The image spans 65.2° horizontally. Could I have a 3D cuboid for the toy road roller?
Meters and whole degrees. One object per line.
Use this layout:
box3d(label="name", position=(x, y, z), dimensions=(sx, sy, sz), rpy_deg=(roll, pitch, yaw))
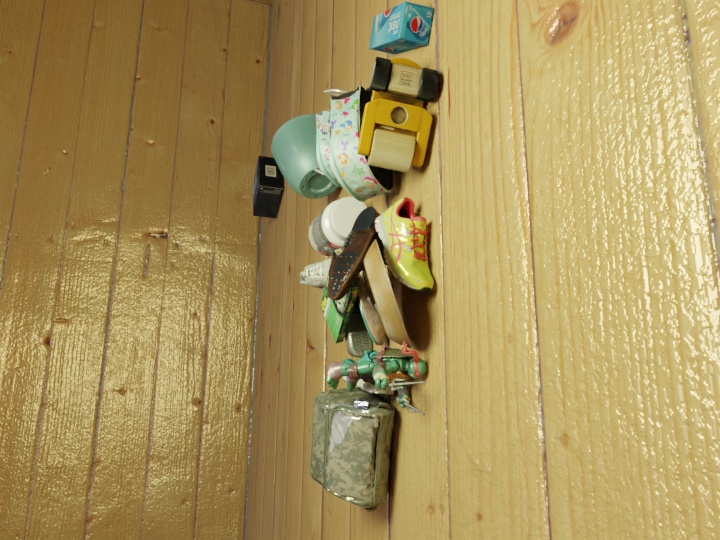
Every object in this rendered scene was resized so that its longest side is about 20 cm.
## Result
box3d(label="toy road roller", position=(0.065, -0.292, 1.060), dimensions=(0.146, 0.120, 0.204), rpy_deg=(-115, 35, -80))

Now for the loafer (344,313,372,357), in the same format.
box3d(label="loafer", position=(-0.020, 0.104, 1.281), dimensions=(0.070, 0.074, 0.204), rpy_deg=(135, 136, -57))

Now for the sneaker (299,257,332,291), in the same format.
box3d(label="sneaker", position=(-0.097, 0.011, 1.387), dimensions=(0.200, 0.079, 0.077), rpy_deg=(150, 125, -66))

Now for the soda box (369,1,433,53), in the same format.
box3d(label="soda box", position=(0.078, -0.490, 1.148), dimensions=(0.200, 0.063, 0.069), rpy_deg=(-137, 54, -67))

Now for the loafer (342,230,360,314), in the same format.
box3d(label="loafer", position=(0.000, 0.000, 1.248), dimensions=(0.073, 0.070, 0.204), rpy_deg=(-5, 77, 59))

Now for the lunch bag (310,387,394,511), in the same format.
box3d(label="lunch bag", position=(-0.005, 0.338, 1.098), dimensions=(0.167, 0.137, 0.205), rpy_deg=(7, 93, 56))

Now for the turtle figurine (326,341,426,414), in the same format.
box3d(label="turtle figurine", position=(0.047, 0.187, 0.992), dimensions=(0.197, 0.150, 0.102), rpy_deg=(-5, 56, 32))

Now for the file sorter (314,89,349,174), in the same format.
box3d(label="file sorter", position=(-0.032, -0.322, 1.353), dimensions=(0.139, 0.122, 0.204), rpy_deg=(-137, 54, -68))

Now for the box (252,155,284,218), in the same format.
box3d(label="box", position=(-0.435, -0.387, 2.632), dimensions=(0.200, 0.121, 0.203), rpy_deg=(114, 155, -48))

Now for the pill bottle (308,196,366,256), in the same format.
box3d(label="pill bottle", position=(-0.052, -0.106, 1.373), dimensions=(0.200, 0.112, 0.116), rpy_deg=(157, 117, -70))

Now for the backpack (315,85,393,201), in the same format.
box3d(label="backpack", position=(-0.006, -0.248, 1.163), dimensions=(0.148, 0.177, 0.204), rpy_deg=(-18, 64, 21))

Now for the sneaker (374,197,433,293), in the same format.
box3d(label="sneaker", position=(0.087, -0.051, 0.996), dimensions=(0.090, 0.077, 0.202), rpy_deg=(-47, 48, 31))

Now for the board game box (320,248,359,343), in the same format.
box3d(label="board game box", position=(-0.047, 0.058, 1.198), dimensions=(0.106, 0.023, 0.202), rpy_deg=(62, 152, 30))

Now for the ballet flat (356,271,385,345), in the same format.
box3d(label="ballet flat", position=(0.025, 0.051, 1.151), dimensions=(0.203, 0.066, 0.068), rpy_deg=(68, -162, 9))

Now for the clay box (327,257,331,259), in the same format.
box3d(label="clay box", position=(-0.048, 0.029, 1.433), dimensions=(0.200, 0.047, 0.118), rpy_deg=(-171, 86, -73))

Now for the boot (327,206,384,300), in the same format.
box3d(label="boot", position=(0.011, -0.014, 1.089), dimensions=(0.074, 0.097, 0.203), rpy_deg=(2, 60, 49))

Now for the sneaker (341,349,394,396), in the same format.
box3d(label="sneaker", position=(0.021, 0.203, 1.156), dimensions=(0.199, 0.076, 0.081), rpy_deg=(1, 77, 63))

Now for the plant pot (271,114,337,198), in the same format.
box3d(label="plant pot", position=(-0.133, -0.301, 1.571), dimensions=(0.163, 0.197, 0.202), rpy_deg=(67, 150, 30))

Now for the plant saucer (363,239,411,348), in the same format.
box3d(label="plant saucer", position=(0.043, 0.046, 1.006), dimensions=(0.200, 0.035, 0.204), rpy_deg=(-19, -89, -87))
